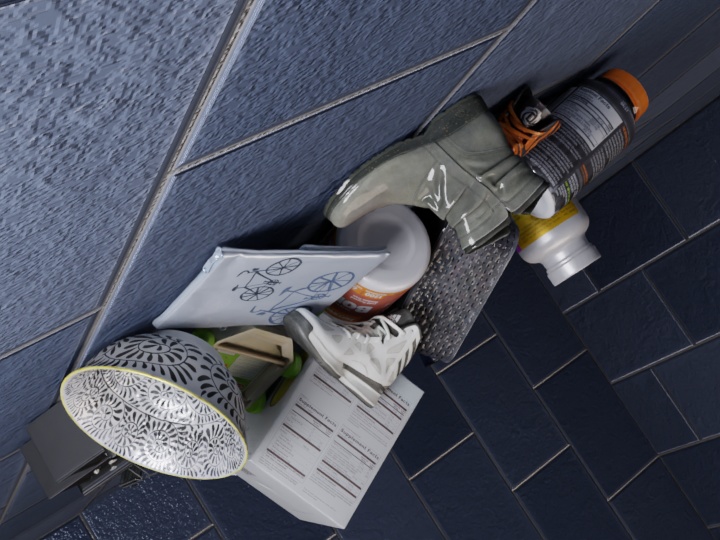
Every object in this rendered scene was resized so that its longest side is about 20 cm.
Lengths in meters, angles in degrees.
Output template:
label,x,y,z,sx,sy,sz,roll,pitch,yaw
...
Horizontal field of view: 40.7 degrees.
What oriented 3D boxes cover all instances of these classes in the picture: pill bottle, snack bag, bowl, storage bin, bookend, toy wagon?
label,x,y,z,sx,sy,sz,roll,pitch,yaw
pill bottle,0.000,0.000,1.160,0.112,0.112,0.200,-30,172,-25
pill bottle,0.267,-0.164,1.205,0.200,0.106,0.106,-41,176,-14
snack bag,-0.097,0.018,0.998,0.200,0.021,0.189,-1,156,-34
pill bottle,0.233,-0.082,1.290,0.104,0.200,0.104,-32,173,-5
bowl,-0.197,0.125,1.007,0.201,0.201,0.094,-41,-157,48
storage bin,0.102,-0.004,1.210,0.135,0.094,0.200,-99,-147,-62
bookend,-0.338,0.213,1.182,0.199,0.092,0.200,-35,172,14
toy wagon,-0.169,0.133,1.143,0.200,0.040,0.155,-46,141,19

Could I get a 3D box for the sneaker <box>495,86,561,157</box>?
label,x,y,z,sx,sy,sz,roll,pitch,yaw
sneaker,0.147,-0.144,1.049,0.112,0.078,0.200,-43,180,35

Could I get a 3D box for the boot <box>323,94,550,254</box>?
label,x,y,z,sx,sy,sz,roll,pitch,yaw
boot,0.074,-0.068,0.940,0.200,0.131,0.068,-34,173,3

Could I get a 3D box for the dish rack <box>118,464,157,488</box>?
label,x,y,z,sx,sy,sz,roll,pitch,yaw
dish rack,-0.280,0.216,1.361,0.200,0.055,0.154,-29,-143,34

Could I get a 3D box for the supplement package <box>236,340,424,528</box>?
label,x,y,z,sx,sy,sz,roll,pitch,yaw
supplement package,-0.054,0.196,1.233,0.200,0.151,0.152,-57,-164,-22

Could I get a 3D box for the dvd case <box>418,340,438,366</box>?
label,x,y,z,sx,sy,sz,roll,pitch,yaw
dvd case,0.066,0.041,1.394,0.018,0.200,0.143,-23,173,-4

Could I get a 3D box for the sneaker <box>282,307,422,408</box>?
label,x,y,z,sx,sy,sz,roll,pitch,yaw
sneaker,-0.003,0.068,1.102,0.115,0.076,0.201,-47,140,-4

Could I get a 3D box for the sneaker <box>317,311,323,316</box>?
label,x,y,z,sx,sy,sz,roll,pitch,yaw
sneaker,-0.098,0.042,1.159,0.084,0.077,0.200,-21,161,-24
